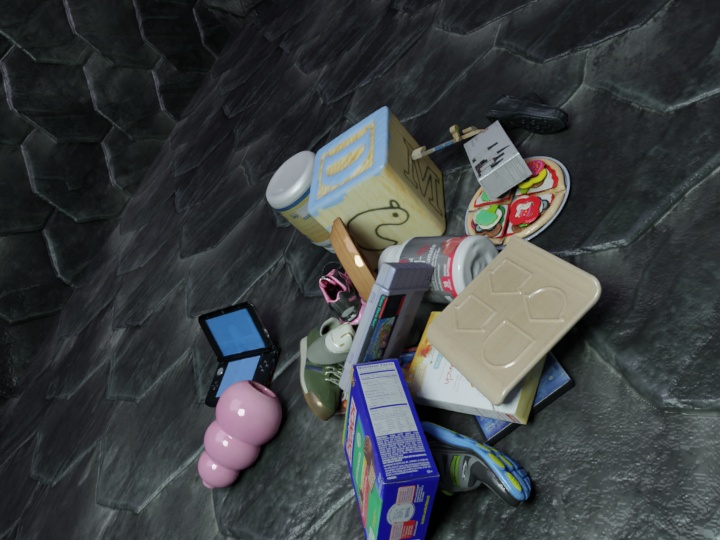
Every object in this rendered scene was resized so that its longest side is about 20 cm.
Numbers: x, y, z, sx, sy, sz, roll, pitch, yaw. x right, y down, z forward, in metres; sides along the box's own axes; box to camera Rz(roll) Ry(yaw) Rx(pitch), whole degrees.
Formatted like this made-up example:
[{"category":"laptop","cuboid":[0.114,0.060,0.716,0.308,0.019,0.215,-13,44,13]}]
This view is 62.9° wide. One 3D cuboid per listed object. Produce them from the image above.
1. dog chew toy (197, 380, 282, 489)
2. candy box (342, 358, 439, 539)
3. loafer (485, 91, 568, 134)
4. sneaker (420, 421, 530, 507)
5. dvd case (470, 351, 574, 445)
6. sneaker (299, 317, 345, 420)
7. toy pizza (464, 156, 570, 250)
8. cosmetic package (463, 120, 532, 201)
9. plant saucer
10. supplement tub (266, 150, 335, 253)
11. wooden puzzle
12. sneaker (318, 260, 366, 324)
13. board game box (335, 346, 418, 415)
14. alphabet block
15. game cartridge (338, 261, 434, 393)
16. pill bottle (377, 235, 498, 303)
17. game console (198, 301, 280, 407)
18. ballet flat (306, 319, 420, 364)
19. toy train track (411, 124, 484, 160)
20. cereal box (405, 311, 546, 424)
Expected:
[{"category":"dog chew toy","cuboid":[-0.230,0.307,1.085,0.124,0.124,0.201,27,86,55]},{"category":"candy box","cuboid":[0.033,0.251,0.796,0.076,0.171,0.201,-2,34,-12]},{"category":"loafer","cuboid":[0.312,-0.301,1.098,0.071,0.068,0.200,-58,30,2]},{"category":"sneaker","cuboid":[0.137,0.261,0.764,0.199,0.070,0.084,8,75,53]},{"category":"dvd case","cuboid":[0.198,0.134,0.851,0.142,0.018,0.201,-41,36,13]},{"category":"sneaker","cuboid":[-0.057,0.160,1.035,0.090,0.067,0.201,-44,31,17]},{"category":"toy pizza","cuboid":[0.262,-0.123,1.015,0.199,0.032,0.202,-30,39,27]},{"category":"cosmetic package","cuboid":[0.242,-0.203,1.059,0.082,0.051,0.201,-32,23,18]},{"category":"plant saucer","cuboid":[0.000,0.000,1.039,0.037,0.201,0.201,-31,36,2]},{"category":"supplement tub","cuboid":[-0.091,-0.145,1.285,0.144,0.200,0.146,-29,38,26]},{"category":"wooden puzzle","cuboid":[0.203,0.065,0.796,0.200,0.046,0.185,-49,32,1]},{"category":"sneaker","cuboid":[-0.048,0.029,1.164,0.079,0.095,0.200,-44,33,9]},{"category":"board game box","cuboid":[0.019,0.190,0.998,0.199,0.019,0.104,-16,47,39]},{"category":"alphabet block","cuboid":[0.035,-0.157,1.156,0.194,0.200,0.198,-26,40,31]},{"category":"game cartridge","cuboid":[0.041,0.084,0.886,0.038,0.129,0.202,26,105,26]},{"category":"pill bottle","cuboid":[0.125,-0.002,0.983,0.199,0.111,0.112,2,58,49]},{"category":"game console","cuboid":[-0.281,0.183,1.256,0.199,0.119,0.174,-17,45,39]},{"category":"ballet flat","cuboid":[0.001,0.107,0.988,0.197,0.064,0.068,-11,48,3]},{"category":"toy train track","cuboid":[0.166,-0.260,1.158,0.199,0.033,0.114,-31,12,-40]},{"category":"cereal box","cuboid":[0.163,0.131,0.840,0.199,0.039,0.145,-3,54,47]}]
